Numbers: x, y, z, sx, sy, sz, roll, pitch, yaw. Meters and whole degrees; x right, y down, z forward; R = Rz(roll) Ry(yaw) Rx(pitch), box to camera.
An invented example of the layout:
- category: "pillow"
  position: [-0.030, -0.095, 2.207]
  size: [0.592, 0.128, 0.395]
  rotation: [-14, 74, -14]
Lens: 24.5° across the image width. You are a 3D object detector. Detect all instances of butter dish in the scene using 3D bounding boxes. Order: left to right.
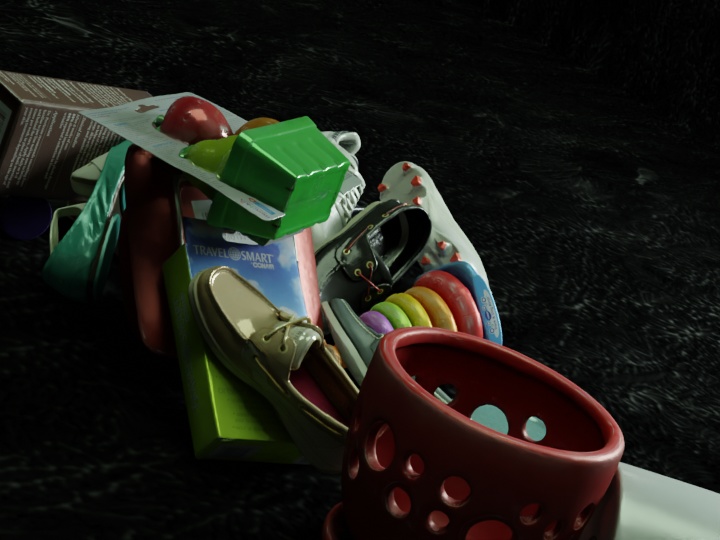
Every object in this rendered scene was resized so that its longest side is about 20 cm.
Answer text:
- category: "butter dish"
  position: [-0.150, 0.003, 1.516]
  size: [0.198, 0.147, 0.202]
  rotation: [6, 69, -37]

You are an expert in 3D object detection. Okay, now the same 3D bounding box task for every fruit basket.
- category: "fruit basket"
  position: [-0.120, -0.098, 1.436]
  size: [0.198, 0.095, 0.185]
  rotation: [23, 20, 19]

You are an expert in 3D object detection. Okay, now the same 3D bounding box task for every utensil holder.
- category: "utensil holder"
  position: [0.258, 0.249, 1.258]
  size: [0.198, 0.171, 0.170]
  rotation: [20, 18, -5]

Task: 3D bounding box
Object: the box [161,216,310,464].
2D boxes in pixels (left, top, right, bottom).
- category: "box"
  position: [-0.096, 0.060, 1.391]
  size: [0.121, 0.048, 0.202]
  rotation: [8, 58, -38]

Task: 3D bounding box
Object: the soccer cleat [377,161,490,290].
- category: "soccer cleat"
  position: [0.077, -0.037, 1.770]
  size: [0.077, 0.069, 0.201]
  rotation: [36, 19, -46]

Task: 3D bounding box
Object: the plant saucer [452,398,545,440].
- category: "plant saucer"
  position: [0.140, 0.166, 1.551]
  size: [0.199, 0.039, 0.201]
  rotation: [21, 18, -7]

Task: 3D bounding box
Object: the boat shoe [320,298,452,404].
- category: "boat shoe"
  position: [0.034, 0.095, 1.506]
  size: [0.200, 0.061, 0.073]
  rotation: [52, -10, 29]

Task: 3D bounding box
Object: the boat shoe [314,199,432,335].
- category: "boat shoe"
  position: [-0.001, -0.002, 1.646]
  size: [0.063, 0.074, 0.201]
  rotation: [2, 37, 41]

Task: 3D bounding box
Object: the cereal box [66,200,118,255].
- category: "cereal box"
  position: [-0.184, -0.046, 1.685]
  size: [0.199, 0.040, 0.143]
  rotation: [35, 43, 31]

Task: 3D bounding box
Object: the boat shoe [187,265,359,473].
- category: "boat shoe"
  position: [-0.056, 0.069, 1.335]
  size: [0.200, 0.069, 0.074]
  rotation: [49, 43, -5]

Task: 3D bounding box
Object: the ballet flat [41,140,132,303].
- category: "ballet flat"
  position: [-0.248, -0.061, 1.555]
  size: [0.070, 0.068, 0.201]
  rotation: [16, 56, 4]

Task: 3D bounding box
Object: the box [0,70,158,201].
- category: "box"
  position: [-0.280, -0.127, 1.599]
  size: [0.199, 0.101, 0.075]
  rotation: [5, 27, -47]

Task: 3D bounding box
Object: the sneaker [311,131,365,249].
- category: "sneaker"
  position: [-0.035, -0.081, 1.726]
  size: [0.080, 0.077, 0.201]
  rotation: [-10, 42, 4]

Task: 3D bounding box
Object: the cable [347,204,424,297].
- category: "cable"
  position: [0.031, -0.023, 1.799]
  size: [0.162, 0.051, 0.200]
  rotation: [16, 26, -36]

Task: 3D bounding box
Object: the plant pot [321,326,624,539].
- category: "plant pot"
  position: [0.074, 0.164, 1.248]
  size: [0.199, 0.184, 0.201]
  rotation: [20, 19, -7]

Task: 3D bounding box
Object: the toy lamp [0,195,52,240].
- category: "toy lamp"
  position: [-0.355, -0.097, 1.667]
  size: [0.058, 0.059, 0.200]
  rotation: [12, 24, -30]

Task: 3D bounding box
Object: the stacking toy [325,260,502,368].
- category: "stacking toy"
  position: [0.030, 0.068, 1.612]
  size: [0.198, 0.117, 0.109]
  rotation: [-14, -3, -34]
